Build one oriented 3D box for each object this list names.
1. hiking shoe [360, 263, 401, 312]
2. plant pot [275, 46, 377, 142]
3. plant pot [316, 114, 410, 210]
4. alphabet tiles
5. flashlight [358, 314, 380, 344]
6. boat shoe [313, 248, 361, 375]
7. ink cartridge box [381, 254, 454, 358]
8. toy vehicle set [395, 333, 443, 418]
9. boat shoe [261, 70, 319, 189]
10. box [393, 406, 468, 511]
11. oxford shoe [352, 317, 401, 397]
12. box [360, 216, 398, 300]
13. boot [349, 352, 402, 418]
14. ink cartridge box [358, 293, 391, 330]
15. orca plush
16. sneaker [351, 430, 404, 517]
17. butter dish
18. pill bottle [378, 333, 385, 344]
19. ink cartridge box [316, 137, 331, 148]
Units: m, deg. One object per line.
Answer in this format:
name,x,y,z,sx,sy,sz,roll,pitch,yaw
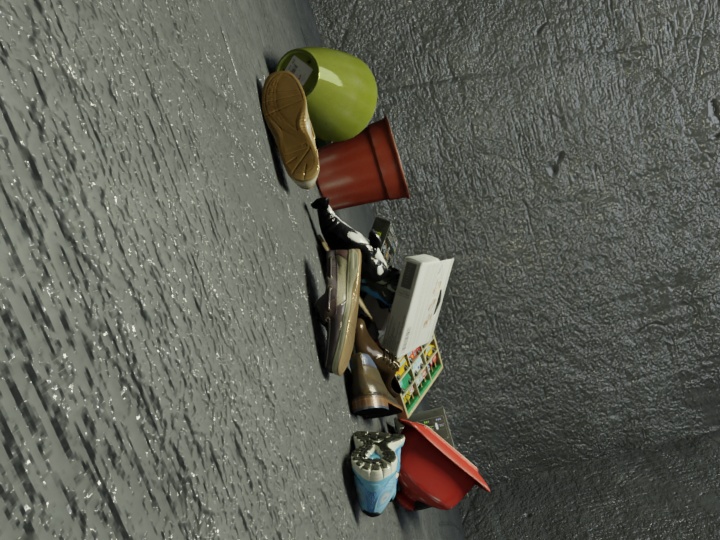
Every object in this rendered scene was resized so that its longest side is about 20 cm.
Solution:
hiking shoe,0.000,0.000,1.079,0.200,0.087,0.074,42,38,19
plant pot,-0.085,-0.367,1.043,0.200,0.186,0.188,-16,90,-69
plant pot,-0.003,-0.238,1.224,0.201,0.194,0.202,-16,90,-83
alphabet tiles,-0.026,0.017,1.021,0.167,0.006,0.200,58,0,21
flashlight,0.037,0.193,1.108,0.068,0.067,0.201,-47,127,-39
boat shoe,-0.038,0.057,0.778,0.072,0.064,0.201,81,15,-64
ink cartridge box,0.121,0.066,1.072,0.173,0.043,0.201,-10,116,-60
toy vehicle set,0.121,0.215,1.150,0.200,0.026,0.125,-39,116,-50
boat shoe,-0.112,-0.222,0.836,0.069,0.073,0.201,96,-18,-74
box,0.159,0.439,1.208,0.149,0.123,0.201,79,-3,-64
oxford shoe,0.032,0.166,0.998,0.073,0.084,0.201,-74,147,-55
box,0.035,-0.010,1.241,0.200,0.047,0.194,44,67,-77
boot,0.028,0.209,0.927,0.200,0.074,0.098,55,23,-66
ink cartridge box,0.060,0.076,1.206,0.116,0.068,0.200,-61,168,-1
orca plush,-0.022,-0.044,0.959,0.201,0.105,0.071,61,30,-27
sneaker,0.020,0.293,0.760,0.200,0.078,0.091,11,82,-79
butter dish,0.126,0.403,1.027,0.199,0.148,0.200,40,-12,6
pill bottle,0.088,0.208,1.278,0.200,0.113,0.114,41,33,-78
ink cartridge box,-0.103,-0.372,1.357,0.200,0.048,0.146,-82,155,-74
